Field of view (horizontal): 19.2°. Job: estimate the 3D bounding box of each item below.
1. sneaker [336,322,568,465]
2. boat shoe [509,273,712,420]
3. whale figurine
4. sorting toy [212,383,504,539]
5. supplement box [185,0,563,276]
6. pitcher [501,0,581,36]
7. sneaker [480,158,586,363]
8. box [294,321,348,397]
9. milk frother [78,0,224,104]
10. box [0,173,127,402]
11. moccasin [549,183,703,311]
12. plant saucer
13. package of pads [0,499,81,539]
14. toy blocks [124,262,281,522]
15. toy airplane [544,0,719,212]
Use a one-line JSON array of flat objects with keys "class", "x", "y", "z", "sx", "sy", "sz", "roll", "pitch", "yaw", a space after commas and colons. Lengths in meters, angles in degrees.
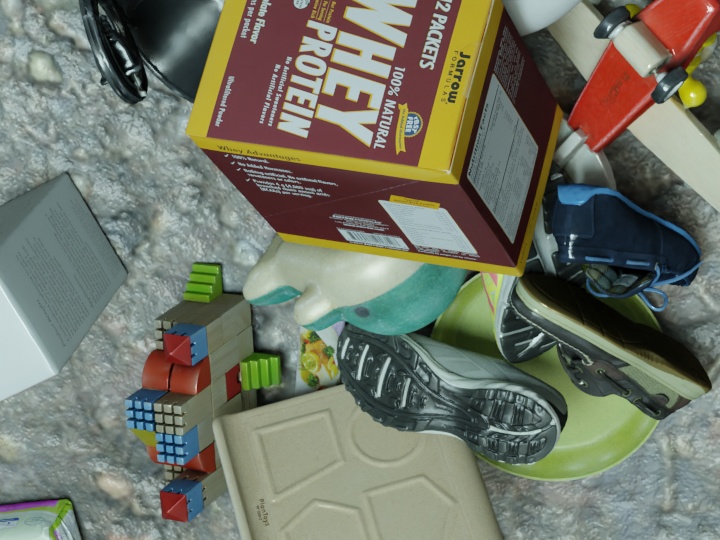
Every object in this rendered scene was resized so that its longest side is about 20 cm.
[{"class": "sneaker", "x": 0.072, "y": 0.094, "z": 1.683, "sx": 0.199, "sy": 0.079, "sz": 0.074, "roll": 22, "pitch": 112, "yaw": 17}, {"class": "boat shoe", "x": 0.187, "y": 0.067, "z": 1.644, "sx": 0.199, "sy": 0.073, "sz": 0.065, "roll": 28, "pitch": 112, "yaw": -29}, {"class": "whale figurine", "x": 0.000, "y": 0.000, "z": 1.674, "sx": 0.199, "sy": 0.159, "sz": 0.104, "roll": -13, "pitch": 124, "yaw": 43}, {"class": "sorting toy", "x": -0.003, "y": 0.175, "z": 1.681, "sx": 0.199, "sy": 0.186, "sz": 0.037, "roll": -12, "pitch": 147, "yaw": -9}, {"class": "supplement box", "x": 0.015, "y": -0.104, "z": 1.501, "sx": 0.196, "sy": 0.200, "sz": 0.133, "roll": 9, "pitch": 73, "yaw": 22}, {"class": "pitcher", "x": 0.144, "y": -0.251, "z": 1.477, "sx": 0.200, "sy": 0.172, "sz": 0.121, "roll": -41, "pitch": 106, "yaw": -1}, {"class": "sneaker", "x": 0.121, "y": -0.021, "z": 1.659, "sx": 0.078, "sy": 0.090, "sz": 0.201, "roll": -19, "pitch": 125, "yaw": -22}, {"class": "box", "x": -0.034, "y": 0.104, "z": 1.781, "sx": 0.038, "sy": 0.041, "sz": 0.201, "roll": 8, "pitch": 115, "yaw": 8}, {"class": "milk frother", "x": -0.101, "y": -0.216, "z": 1.563, "sx": 0.188, "sy": 0.200, "sz": 0.180, "roll": -39, "pitch": 122, "yaw": 22}, {"class": "box", "x": -0.299, "y": 0.028, "z": 1.712, "sx": 0.152, "sy": 0.200, "sz": 0.107, "roll": -25, "pitch": 106, "yaw": 20}, {"class": "moccasin", "x": 0.193, "y": -0.011, "z": 1.617, "sx": 0.080, "sy": 0.200, "sz": 0.069, "roll": 3, "pitch": 78, "yaw": 39}, {"class": "plant saucer", "x": 0.155, "y": 0.077, "z": 1.739, "sx": 0.199, "sy": 0.031, "sz": 0.201, "roll": 4, "pitch": 112, "yaw": 9}, {"class": "package of pads", "x": -0.308, "y": 0.306, "z": 1.903, "sx": 0.154, "sy": 0.068, "sz": 0.201, "roll": -6, "pitch": 112, "yaw": 15}, {"class": "toy blocks", "x": -0.139, "y": 0.111, "z": 1.739, "sx": 0.099, "sy": 0.137, "sz": 0.201, "roll": 6, "pitch": 110, "yaw": 25}, {"class": "toy airplane", "x": 0.212, "y": -0.144, "z": 1.593, "sx": 0.199, "sy": 0.141, "sz": 0.201, "roll": 15, "pitch": 132, "yaw": 46}]
